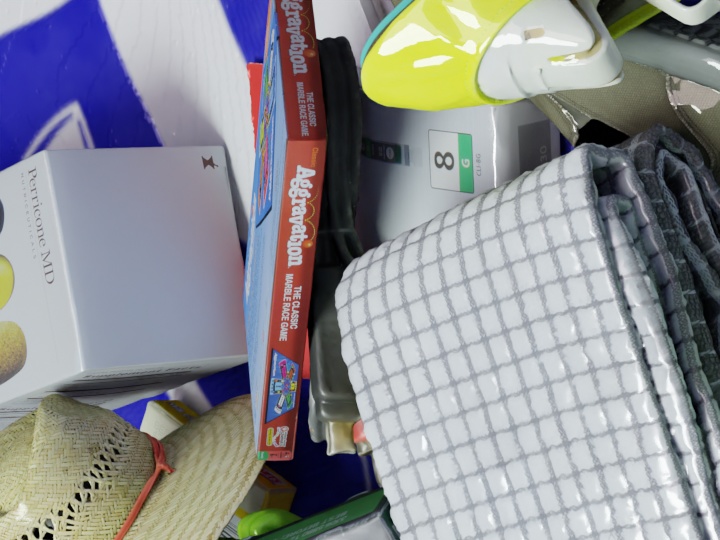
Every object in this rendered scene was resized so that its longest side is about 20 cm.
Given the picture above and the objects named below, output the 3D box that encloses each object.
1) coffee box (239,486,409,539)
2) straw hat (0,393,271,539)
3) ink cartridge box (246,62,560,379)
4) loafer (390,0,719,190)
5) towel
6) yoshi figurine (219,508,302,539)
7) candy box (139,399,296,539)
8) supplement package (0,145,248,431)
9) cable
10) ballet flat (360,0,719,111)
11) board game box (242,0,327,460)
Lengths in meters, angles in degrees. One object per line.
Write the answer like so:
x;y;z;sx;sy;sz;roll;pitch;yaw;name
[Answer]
0.016;0.196;1.087;0.123;0.044;0.200;-23;102;28;coffee box
-0.135;0.105;1.196;0.085;0.201;0.201;43;140;-16;straw hat
0.007;-0.009;1.161;0.200;0.050;0.161;9;108;43;ink cartridge box
0.085;-0.081;1.032;0.200;0.075;0.070;25;115;40;loafer
0.090;0.062;1.001;0.166;0.086;0.200;-25;82;46;towel
-0.013;0.156;1.145;0.200;0.112;0.112;-3;62;37;yoshi figurine
-0.099;0.178;1.315;0.102;0.026;0.200;34;113;42;candy box
-0.159;0.015;1.287;0.200;0.109;0.114;-22;77;48;supplement package
0.000;0.000;1.130;0.097;0.050;0.200;125;144;-77;cable
0.094;-0.107;0.949;0.067;0.200;0.067;59;-178;32;ballet flat
-0.034;-0.019;1.120;0.200;0.019;0.103;97;168;-46;board game box
